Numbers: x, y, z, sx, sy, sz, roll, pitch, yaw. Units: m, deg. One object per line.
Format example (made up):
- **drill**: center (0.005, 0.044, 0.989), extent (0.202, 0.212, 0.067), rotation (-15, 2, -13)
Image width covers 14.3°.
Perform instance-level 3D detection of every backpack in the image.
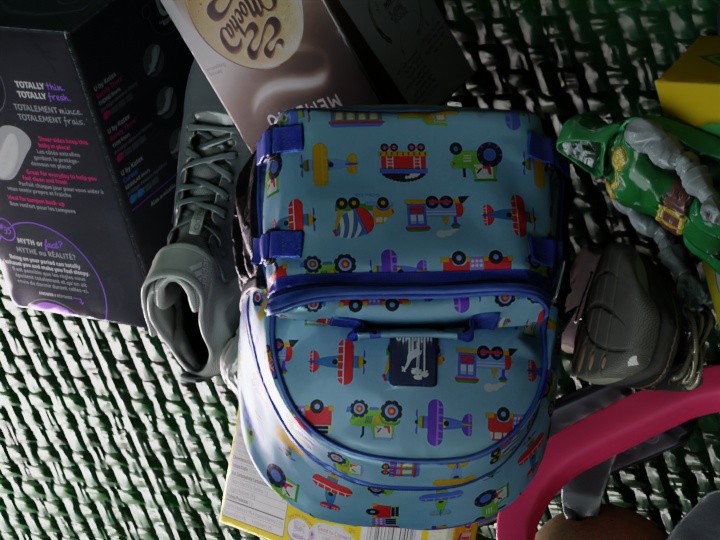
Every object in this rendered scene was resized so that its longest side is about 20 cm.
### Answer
- **backpack**: center (0.022, 0.027, 1.487), extent (0.182, 0.200, 0.135), rotation (4, 162, -4)

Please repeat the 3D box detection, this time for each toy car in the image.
- **toy car**: center (0.140, 0.177, 1.654), extent (0.164, 0.158, 0.200), rotation (26, 122, 5)

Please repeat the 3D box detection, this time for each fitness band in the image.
- **fitness band**: center (0.171, 0.132, 1.553), extent (0.037, 0.200, 0.144), rotation (67, 177, -59)

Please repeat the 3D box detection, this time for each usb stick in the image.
- **usb stick**: center (0.116, 0.103, 1.685), extent (0.200, 0.033, 0.055), rotation (-29, 96, 47)

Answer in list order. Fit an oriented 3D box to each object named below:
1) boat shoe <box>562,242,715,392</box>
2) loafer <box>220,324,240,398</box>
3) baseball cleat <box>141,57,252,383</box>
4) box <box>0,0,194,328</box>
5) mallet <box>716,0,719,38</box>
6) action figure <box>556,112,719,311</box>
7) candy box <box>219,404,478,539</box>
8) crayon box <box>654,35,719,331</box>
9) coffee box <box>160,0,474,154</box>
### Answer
- **boat shoe**: center (0.152, 0.026, 1.514), extent (0.073, 0.200, 0.075), rotation (17, 97, -5)
- **loafer**: center (0.000, 0.000, 1.611), extent (0.070, 0.070, 0.200), rotation (37, 103, 16)
- **baseball cleat**: center (-0.080, -0.035, 1.632), extent (0.070, 0.106, 0.200), rotation (2, 102, 24)
- **box**: center (-0.159, -0.081, 1.697), extent (0.122, 0.106, 0.200), rotation (8, 127, 35)
- **mallet**: center (0.124, -0.151, 1.436), extent (0.200, 0.041, 0.066), rotation (8, 133, 15)
- **action figure**: center (0.181, -0.020, 1.436), extent (0.200, 0.055, 0.118), rotation (35, 143, 22)
- **candy box**: center (-0.006, 0.122, 1.688), extent (0.200, 0.026, 0.102), rotation (15, 94, 47)
- **crayon box**: center (0.255, -0.019, 1.455), extent (0.172, 0.058, 0.200), rotation (7, 126, 39)
- **coffee box**: center (-0.042, -0.159, 1.561), extent (0.113, 0.080, 0.200), rotation (-16, 112, 44)
